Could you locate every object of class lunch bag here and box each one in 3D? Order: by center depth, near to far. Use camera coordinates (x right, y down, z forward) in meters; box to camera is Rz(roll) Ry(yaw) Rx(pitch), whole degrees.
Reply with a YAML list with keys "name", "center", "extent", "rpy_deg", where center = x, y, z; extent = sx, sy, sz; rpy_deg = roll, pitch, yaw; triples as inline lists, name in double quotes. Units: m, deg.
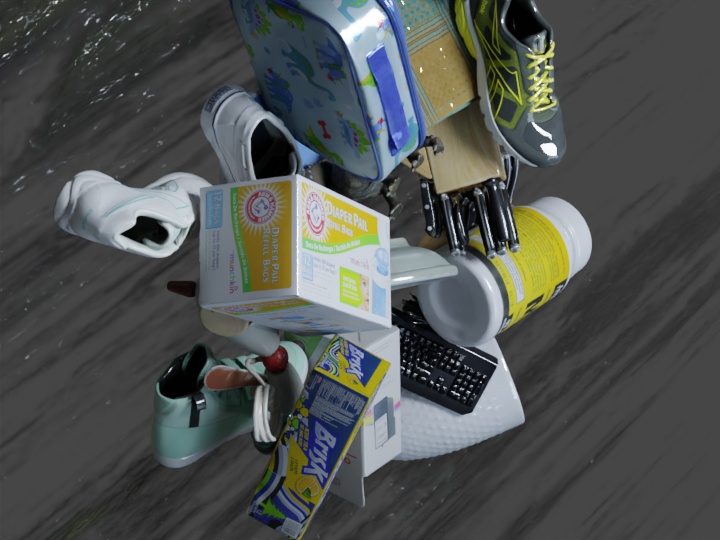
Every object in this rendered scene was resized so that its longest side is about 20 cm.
- name: "lunch bag"
  center: [-0.023, -0.181, 1.454]
  extent: [0.082, 0.160, 0.201]
  rpy_deg: [-43, 141, -21]

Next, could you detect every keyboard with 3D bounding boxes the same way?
- name: "keyboard"
  center: [0.058, 0.082, 1.835]
  extent: [0.105, 0.199, 0.040]
  rpy_deg: [-64, -169, 9]

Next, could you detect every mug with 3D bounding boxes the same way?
- name: "mug"
  center: [0.084, 0.146, 1.971]
  extent: [0.174, 0.149, 0.200]
  rpy_deg: [-23, 178, -2]

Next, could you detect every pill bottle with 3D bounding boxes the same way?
- name: "pill bottle"
  center: [0.163, -0.004, 1.830]
  extent: [0.199, 0.114, 0.115]
  rpy_deg: [-30, 142, -41]

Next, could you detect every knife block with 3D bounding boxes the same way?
- name: "knife block"
  center: [0.119, -0.120, 1.701]
  extent: [0.201, 0.175, 0.064]
  rpy_deg: [-59, 171, 4]
- name: "knife block"
  center: [0.142, -0.056, 1.931]
  extent: [0.176, 0.064, 0.200]
  rpy_deg: [-56, 150, 0]

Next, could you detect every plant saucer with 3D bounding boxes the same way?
- name: "plant saucer"
  center: [0.000, 0.000, 1.703]
  extent: [0.199, 0.199, 0.051]
  rpy_deg: [-8, 87, -53]

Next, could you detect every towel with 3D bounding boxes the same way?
- name: "towel"
  center: [0.076, -0.229, 1.628]
  extent: [0.199, 0.022, 0.148]
  rpy_deg: [-34, 103, -31]

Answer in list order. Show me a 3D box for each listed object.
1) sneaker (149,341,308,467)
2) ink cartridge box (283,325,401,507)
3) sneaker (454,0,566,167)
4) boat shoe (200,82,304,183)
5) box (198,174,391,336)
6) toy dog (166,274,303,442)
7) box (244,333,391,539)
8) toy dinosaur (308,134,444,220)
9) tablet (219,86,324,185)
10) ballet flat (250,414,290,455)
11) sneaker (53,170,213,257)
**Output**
- name: "sneaker"
  center: [-0.128, 0.109, 1.680]
  extent: [0.200, 0.074, 0.119]
  rpy_deg: [-34, 148, -31]
- name: "ink cartridge box"
  center: [-0.018, 0.144, 1.801]
  extent: [0.067, 0.117, 0.202]
  rpy_deg: [-29, 129, -41]
- name: "sneaker"
  center: [0.156, -0.195, 1.613]
  extent: [0.074, 0.084, 0.201]
  rpy_deg: [-30, 100, -30]
- name: "boat shoe"
  center: [-0.086, -0.095, 1.527]
  extent: [0.074, 0.065, 0.200]
  rpy_deg: [-52, 151, -7]
- name: "box"
  center: [-0.057, -0.010, 1.513]
  extent: [0.200, 0.100, 0.114]
  rpy_deg: [20, 66, -63]
- name: "toy dog"
  center: [-0.125, 0.062, 1.601]
  extent: [0.132, 0.095, 0.202]
  rpy_deg: [-50, 134, -61]
- name: "box"
  center: [-0.043, 0.164, 1.600]
  extent: [0.201, 0.064, 0.070]
  rpy_deg: [-64, 175, 33]
- name: "toy dinosaur"
  center: [0.016, -0.118, 1.630]
  extent: [0.201, 0.102, 0.077]
  rpy_deg: [-55, 160, -6]
- name: "tablet"
  center: [-0.061, -0.145, 1.595]
  extent: [0.199, 0.014, 0.131]
  rpy_deg: [-32, 143, -34]
- name: "ballet flat"
  center: [-0.062, 0.177, 1.744]
  extent: [0.073, 0.073, 0.200]
  rpy_deg: [-45, -170, -18]
- name: "sneaker"
  center: [-0.178, -0.041, 1.458]
  extent: [0.200, 0.080, 0.071]
  rpy_deg: [-6, 122, -56]
